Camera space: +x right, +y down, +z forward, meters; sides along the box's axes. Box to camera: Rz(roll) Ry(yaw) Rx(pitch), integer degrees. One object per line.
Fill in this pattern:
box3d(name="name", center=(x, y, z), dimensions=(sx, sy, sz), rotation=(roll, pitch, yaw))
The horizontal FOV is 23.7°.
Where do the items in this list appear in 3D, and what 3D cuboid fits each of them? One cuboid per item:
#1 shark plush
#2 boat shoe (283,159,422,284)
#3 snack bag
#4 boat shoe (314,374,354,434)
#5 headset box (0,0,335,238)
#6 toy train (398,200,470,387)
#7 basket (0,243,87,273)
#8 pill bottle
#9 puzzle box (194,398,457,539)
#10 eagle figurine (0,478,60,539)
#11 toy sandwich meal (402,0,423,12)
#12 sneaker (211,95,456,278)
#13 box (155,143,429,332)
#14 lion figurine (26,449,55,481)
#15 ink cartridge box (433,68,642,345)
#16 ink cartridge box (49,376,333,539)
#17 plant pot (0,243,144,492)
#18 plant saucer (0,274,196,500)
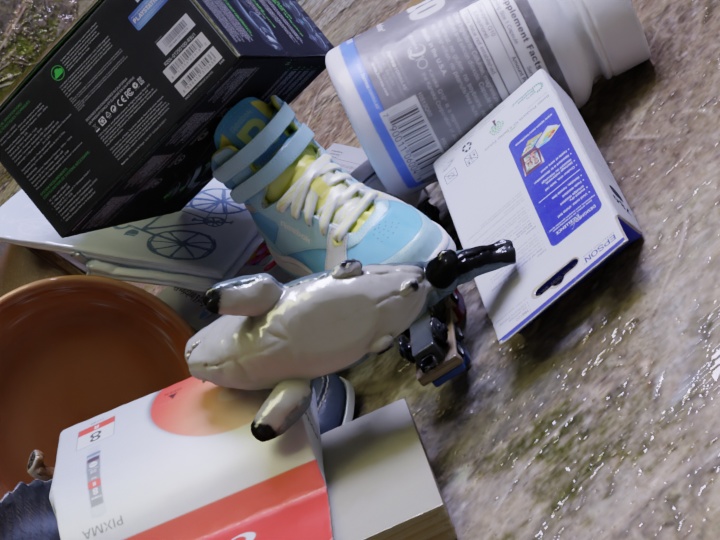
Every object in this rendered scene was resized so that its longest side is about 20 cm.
box3d(name="shark plush", center=(-0.011, 0.013, 0.992), dimensions=(0.199, 0.091, 0.083), rotation=(-32, 5, 0))
box3d(name="boat shoe", center=(0.000, 0.000, 1.199), dimensions=(0.069, 0.071, 0.200), rotation=(14, 56, 38))
box3d(name="snack bag", center=(-0.167, -0.039, 1.266), dimensions=(0.189, 0.198, 0.022), rotation=(-60, -23, -63))
box3d(name="boat shoe", center=(-0.075, 0.137, 1.083), dimensions=(0.201, 0.062, 0.075), rotation=(-54, 23, -18))
box3d(name="headset box", center=(-0.126, -0.120, 1.154), dimensions=(0.174, 0.093, 0.200), rotation=(-42, -7, 20))
box3d(name="toy train", center=(0.046, 0.017, 1.094), dimensions=(0.034, 0.046, 0.200), rotation=(-31, 23, 16))
box3d(name="basket", center=(-0.276, 0.055, 1.483), dimensions=(0.200, 0.135, 0.182), rotation=(-177, 101, -68))
box3d(name="pill bottle", center=(0.087, -0.141, 1.160), dimensions=(0.199, 0.114, 0.114), rotation=(-26, 23, 6))
box3d(name="puzzle box", center=(-0.050, 0.149, 0.972), dimensions=(0.199, 0.026, 0.133), rotation=(-24, 23, 2))
box3d(name="eagle figurine", center=(-0.185, 0.244, 1.026), dimensions=(0.152, 0.150, 0.200), rotation=(-53, 30, 11))
box3d(name="toy sandwich meal", center=(0.099, -0.197, 1.358), dimensions=(0.205, 0.070, 0.206), rotation=(-36, 20, 16))
box3d(name="sneaker", center=(-0.030, -0.048, 1.092), dimensions=(0.080, 0.131, 0.199), rotation=(-46, 29, -18))
box3d(name="box", center=(-0.058, -0.016, 1.322), dimensions=(0.200, 0.041, 0.156), rotation=(-42, 19, -10))
box3d(name="lion figurine", center=(-0.189, 0.198, 1.162), dimensions=(0.201, 0.122, 0.073), rotation=(-55, 26, 21))
box3d(name="ink cartridge box", center=(0.108, -0.034, 1.045), dimensions=(0.099, 0.039, 0.201), rotation=(-40, 32, 18))
box3d(name="ink cartridge box", center=(-0.101, 0.122, 0.984), dimensions=(0.161, 0.050, 0.200), rotation=(-23, 18, 4))
box3d(name="plant pot", center=(-0.233, 0.103, 1.297), dimensions=(0.199, 0.200, 0.200), rotation=(-57, 22, -5))
box3d(name="plant saucer", center=(-0.194, 0.101, 1.195), dimensions=(0.200, 0.200, 0.037), rotation=(-46, 10, 2))
